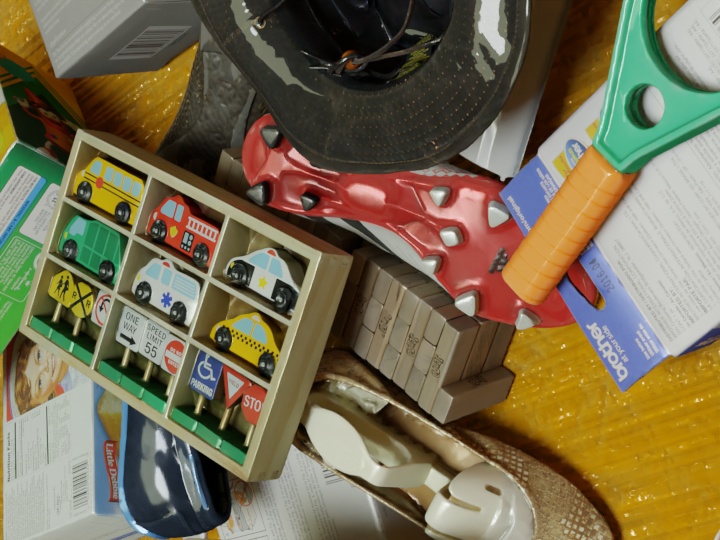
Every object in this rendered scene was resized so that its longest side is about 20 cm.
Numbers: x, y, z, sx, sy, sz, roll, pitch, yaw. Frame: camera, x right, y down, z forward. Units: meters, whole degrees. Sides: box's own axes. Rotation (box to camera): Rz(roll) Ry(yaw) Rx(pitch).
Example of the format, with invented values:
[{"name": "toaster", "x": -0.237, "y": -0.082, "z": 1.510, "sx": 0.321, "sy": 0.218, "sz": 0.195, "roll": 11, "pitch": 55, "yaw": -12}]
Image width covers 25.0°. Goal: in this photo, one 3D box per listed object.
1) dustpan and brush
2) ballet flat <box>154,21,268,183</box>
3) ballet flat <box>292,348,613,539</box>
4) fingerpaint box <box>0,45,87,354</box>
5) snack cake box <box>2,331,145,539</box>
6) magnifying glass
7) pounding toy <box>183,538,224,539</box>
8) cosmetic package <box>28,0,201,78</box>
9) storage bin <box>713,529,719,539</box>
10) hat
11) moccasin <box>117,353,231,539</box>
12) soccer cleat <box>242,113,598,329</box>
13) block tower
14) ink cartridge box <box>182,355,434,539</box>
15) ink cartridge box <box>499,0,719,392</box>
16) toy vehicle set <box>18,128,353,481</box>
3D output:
[{"name": "dustpan and brush", "x": 0.031, "y": -0.148, "z": 0.821, "sx": 0.199, "sy": 0.057, "sz": 0.140, "roll": 30, "pitch": 117, "yaw": 29}, {"name": "ballet flat", "x": -0.082, "y": -0.091, "z": 0.952, "sx": 0.067, "sy": 0.046, "sz": 0.201, "roll": 22, "pitch": 126, "yaw": 5}, {"name": "ballet flat", "x": 0.034, "y": 0.109, "z": 0.833, "sx": 0.199, "sy": 0.065, "sz": 0.071, "roll": 27, "pitch": 110, "yaw": 21}, {"name": "fingerpaint box", "x": -0.249, "y": -0.021, "z": 1.020, "sx": 0.200, "sy": 0.073, "sz": 0.167, "roll": -53, "pitch": 32, "yaw": 13}, {"name": "snack cake box", "x": -0.169, "y": 0.068, "z": 1.013, "sx": 0.115, "sy": 0.067, "sz": 0.201, "roll": -26, "pitch": 62, "yaw": 47}, {"name": "magnifying glass", "x": 0.121, "y": -0.065, "z": 0.702, "sx": 0.080, "sy": 0.022, "sz": 0.200, "roll": 49, "pitch": 126, "yaw": 26}, {"name": "pounding toy", "x": 0.015, "y": 0.243, "z": 0.819, "sx": 0.199, "sy": 0.142, "sz": 0.185, "roll": -3, "pitch": 71, "yaw": 31}, {"name": "cosmetic package", "x": -0.156, "y": -0.226, "z": 0.960, "sx": 0.107, "sy": 0.090, "sz": 0.201, "roll": -26, "pitch": 78, "yaw": 45}, {"name": "storage bin", "x": 0.240, "y": 0.209, "z": 0.661, "sx": 0.199, "sy": 0.093, "sz": 0.200, "roll": 21, "pitch": 115, "yaw": 41}, {"name": "hat", "x": 0.012, "y": -0.148, "z": 0.747, "sx": 0.200, "sy": 0.081, "sz": 0.202, "roll": 16, "pitch": 118, "yaw": 33}, {"name": "moccasin", "x": -0.094, "y": 0.052, "z": 0.936, "sx": 0.068, "sy": 0.080, "sz": 0.201, "roll": -5, "pitch": 85, "yaw": 28}, {"name": "soccer cleat", "x": 0.034, "y": -0.033, "z": 0.831, "sx": 0.199, "sy": 0.085, "sz": 0.069, "roll": 23, "pitch": 114, "yaw": 13}, {"name": "block tower", "x": 0.000, "y": 0.000, "z": 0.879, "sx": 0.200, "sy": 0.054, "sz": 0.058, "roll": 39, "pitch": 125, "yaw": 32}, {"name": "ink cartridge box", "x": -0.031, "y": 0.166, "z": 0.958, "sx": 0.176, "sy": 0.045, "sz": 0.201, "roll": -21, "pitch": 84, "yaw": 45}, {"name": "ink cartridge box", "x": 0.158, "y": -0.048, "z": 0.710, "sx": 0.200, "sy": 0.042, "sz": 0.120, "roll": -44, "pitch": 68, "yaw": 35}, {"name": "toy vehicle set", "x": -0.100, "y": 0.014, "z": 0.871, "sx": 0.199, "sy": 0.026, "sz": 0.125, "roll": 27, "pitch": 104, "yaw": 37}]
